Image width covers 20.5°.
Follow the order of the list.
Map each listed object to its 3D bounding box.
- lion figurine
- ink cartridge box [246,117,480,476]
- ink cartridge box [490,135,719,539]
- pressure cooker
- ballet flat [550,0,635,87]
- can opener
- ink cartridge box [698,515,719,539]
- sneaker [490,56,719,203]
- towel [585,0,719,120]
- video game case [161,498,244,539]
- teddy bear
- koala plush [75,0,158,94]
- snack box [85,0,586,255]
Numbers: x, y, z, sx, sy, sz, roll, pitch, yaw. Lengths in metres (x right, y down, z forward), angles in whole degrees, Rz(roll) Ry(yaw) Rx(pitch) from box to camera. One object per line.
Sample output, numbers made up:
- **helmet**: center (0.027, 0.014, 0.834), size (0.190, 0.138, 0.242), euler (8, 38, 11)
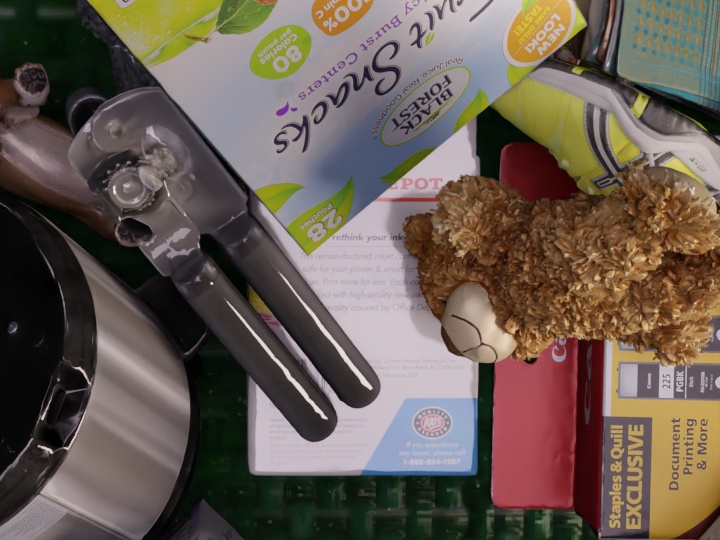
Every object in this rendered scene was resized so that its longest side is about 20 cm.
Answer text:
- **lion figurine**: center (-0.148, -0.053, 0.984), size (0.200, 0.122, 0.073), euler (38, 76, -17)
- **ink cartridge box**: center (0.000, 0.000, 1.004), size (0.115, 0.068, 0.201), euler (1, 92, -4)
- **ink cartridge box**: center (0.158, 0.033, 1.008), size (0.175, 0.084, 0.201), euler (1, 91, -2)
- **pressure cooker**: center (-0.172, 0.069, 0.938), size (0.175, 0.200, 0.179), euler (3, 72, 19)
- **ballet flat**: center (0.137, -0.173, 1.011), size (0.075, 0.064, 0.201), euler (9, 91, -3)
- **can opener**: center (-0.065, -0.008, 0.927), size (0.053, 0.067, 0.200), euler (-38, 119, -1)
- **ink cartridge box**: center (0.174, 0.215, 0.941), size (0.083, 0.145, 0.200), euler (26, 123, -13)
- **sneaker**: center (0.137, -0.037, 0.929), size (0.200, 0.075, 0.077), euler (30, 101, 5)
- **towel**: center (0.169, -0.180, 0.986), size (0.022, 0.146, 0.201), euler (4, 84, 41)
- **video game case**: center (-0.131, 0.206, 0.946), size (0.045, 0.181, 0.200), euler (45, 89, -5)
- **teddy bear**: center (0.098, 0.003, 0.882), size (0.199, 0.145, 0.067), euler (-3, 68, 34)
- **koala plush**: center (-0.035, -0.189, 0.950), size (0.199, 0.177, 0.184), euler (-8, 78, 0)
- **snack box**: center (-0.015, -0.125, 0.845), size (0.169, 0.200, 0.068), euler (-40, 50, 1)
